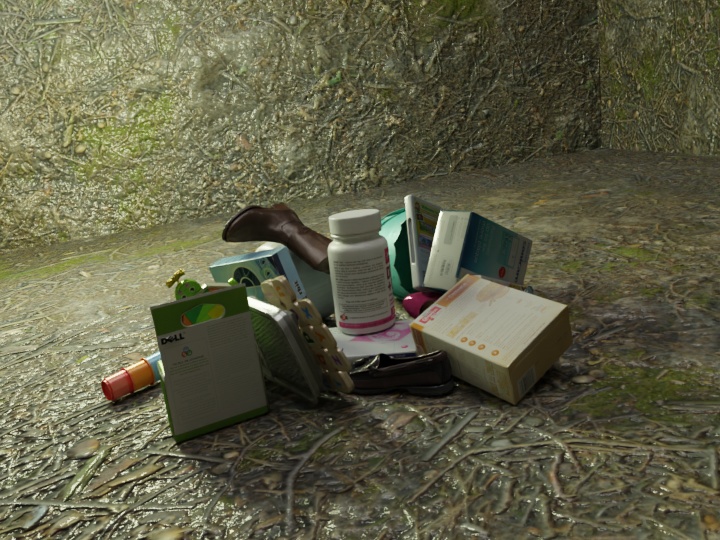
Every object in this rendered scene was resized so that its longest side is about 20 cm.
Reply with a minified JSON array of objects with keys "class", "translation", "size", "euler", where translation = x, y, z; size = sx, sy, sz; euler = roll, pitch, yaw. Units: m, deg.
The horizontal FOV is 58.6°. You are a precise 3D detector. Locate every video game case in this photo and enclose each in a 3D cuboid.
[{"class":"video game case","translation":[0.161,-0.038,1.282],"size":[0.022,0.188,0.197],"euler":[-18,-23,39]}]

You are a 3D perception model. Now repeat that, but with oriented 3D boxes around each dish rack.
[{"class":"dish rack","translation":[-0.133,0.113,1.011],"size":[0.043,0.175,0.198],"euler":[-35,27,-26]}]

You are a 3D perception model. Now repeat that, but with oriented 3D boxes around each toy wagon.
[{"class":"toy wagon","translation":[-0.262,0.086,1.119],"size":[0.155,0.202,0.039],"euler":[-43,29,-12]}]

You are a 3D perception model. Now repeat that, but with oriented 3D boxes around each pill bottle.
[{"class":"pill bottle","translation":[0.000,0.000,1.151],"size":[0.109,0.207,0.114],"euler":[-6,12,1]}]

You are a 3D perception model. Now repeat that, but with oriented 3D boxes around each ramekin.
[{"class":"ramekin","translation":[-0.140,0.020,1.327],"size":[0.096,0.206,0.198],"euler":[-25,22,-34]}]

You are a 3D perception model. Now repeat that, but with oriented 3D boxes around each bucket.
[{"class":"bucket","translation":[0.111,-0.034,1.391],"size":[0.203,0.214,0.133],"euler":[-17,9,-33]}]

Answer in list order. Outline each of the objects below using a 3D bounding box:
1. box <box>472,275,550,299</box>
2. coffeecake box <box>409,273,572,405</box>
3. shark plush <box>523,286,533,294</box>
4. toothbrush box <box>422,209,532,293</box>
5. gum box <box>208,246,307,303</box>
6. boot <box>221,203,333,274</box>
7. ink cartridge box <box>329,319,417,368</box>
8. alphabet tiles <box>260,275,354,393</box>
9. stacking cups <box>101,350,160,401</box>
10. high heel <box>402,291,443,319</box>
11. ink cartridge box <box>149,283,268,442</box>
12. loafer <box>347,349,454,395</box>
[{"class":"box","translation":[0.270,0.045,1.166],"size":[0.196,0.043,0.038],"euler":[14,-9,-36]},{"class":"coffeecake box","translation":[0.198,0.097,0.987],"size":[0.152,0.075,0.197],"euler":[-36,34,-27]},{"class":"shark plush","translation":[0.272,0.100,1.077],"size":[0.083,0.093,0.198],"euler":[37,31,25]},{"class":"toothbrush box","translation":[0.224,-0.014,1.210],"size":[0.197,0.151,0.084],"euler":[19,-5,-41]},{"class":"gum box","translation":[-0.180,0.053,1.195],"size":[0.196,0.174,0.044],"euler":[-8,20,44]},{"class":"boot","translation":[-0.134,-0.047,1.199],"size":[0.199,0.065,0.184],"euler":[38,41,24]},{"class":"ink cartridge box","translation":[0.010,0.128,1.148],"size":[0.190,0.045,0.201],"euler":[-6,16,7]},{"class":"alphabet tiles","translation":[-0.081,0.098,0.974],"size":[0.014,0.203,0.194],"euler":[-36,10,-26]},{"class":"stacking cups","translation":[-0.362,0.176,1.149],"size":[0.059,0.062,0.198],"euler":[6,26,43]},{"class":"high heel","translation":[0.141,0.090,1.144],"size":[0.197,0.069,0.095],"euler":[26,20,32]},{"class":"ink cartridge box","translation":[-0.227,0.127,0.953],"size":[0.144,0.207,0.075],"euler":[-13,16,-23]},{"class":"loafer","translation":[0.049,0.150,0.997],"size":[0.194,0.065,0.072],"euler":[-1,17,22]}]
